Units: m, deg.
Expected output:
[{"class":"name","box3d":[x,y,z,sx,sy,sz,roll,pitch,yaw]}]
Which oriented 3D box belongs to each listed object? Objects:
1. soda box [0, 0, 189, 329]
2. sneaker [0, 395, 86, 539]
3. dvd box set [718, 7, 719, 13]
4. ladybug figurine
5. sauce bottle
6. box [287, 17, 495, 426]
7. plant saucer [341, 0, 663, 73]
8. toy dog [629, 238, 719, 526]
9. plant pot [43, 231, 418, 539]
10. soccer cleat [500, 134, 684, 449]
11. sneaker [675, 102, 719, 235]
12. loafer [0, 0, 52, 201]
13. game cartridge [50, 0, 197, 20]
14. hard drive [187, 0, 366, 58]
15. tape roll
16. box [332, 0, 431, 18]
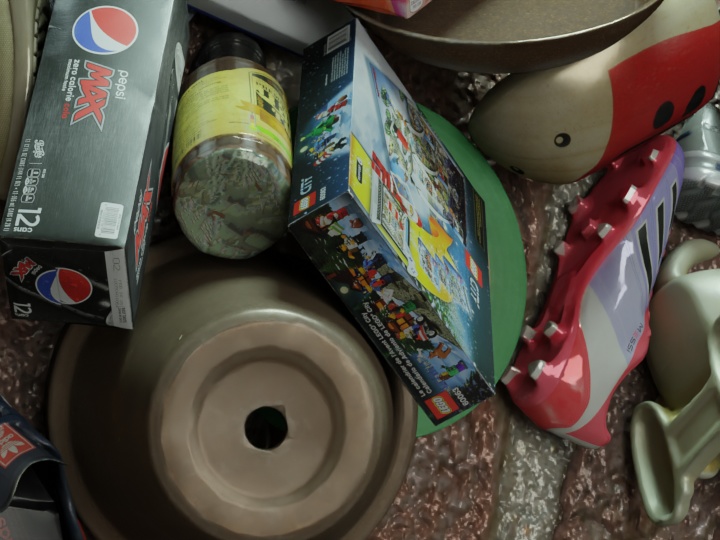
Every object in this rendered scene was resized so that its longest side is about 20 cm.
[{"class":"soda box","box3d":[-0.131,-0.071,1.172,0.063,0.071,0.201,5,53,3]},{"class":"sneaker","box3d":[-0.195,0.083,1.178,0.075,0.084,0.201,-37,99,-30]},{"class":"dvd box set","box3d":[0.306,-0.074,1.474,0.199,0.029,0.147,33,23,-26]},{"class":"ladybug figurine","box3d":[0.150,-0.107,1.385,0.199,0.136,0.072,-29,85,-38]},{"class":"sauce bottle","box3d":[-0.068,-0.075,1.233,0.064,0.200,0.065,-2,118,-3]},{"class":"box","box3d":[0.018,-0.030,1.213,0.137,0.038,0.200,54,18,-24]},{"class":"plant saucer","box3d":[0.083,-0.160,1.323,0.200,0.200,0.037,-27,127,-31]},{"class":"toy dog","box3d":[0.272,0.078,1.439,0.199,0.140,0.195,10,38,-27]},{"class":"plant pot","box3d":[-0.056,0.075,1.174,0.199,0.175,0.202,0,90,-11]},{"class":"soccer cleat","box3d":[0.153,0.011,1.410,0.076,0.067,0.201,39,66,-24]},{"class":"sneaker","box3d":[0.283,-0.049,1.491,0.199,0.075,0.082,26,61,-28]},{"class":"loafer","box3d":[-0.194,-0.135,1.196,0.068,0.076,0.202,-1,87,3]},{"class":"game cartridge","box3d":[-0.176,-0.152,1.268,0.200,0.041,0.134,-36,95,-31]},{"class":"hard drive","box3d":[-0.070,-0.203,1.308,0.199,0.025,0.133,20,66,-44]},{"class":"tape roll","box3d":[0.000,0.000,1.330,0.199,0.048,0.202,7,76,-29]},{"class":"box","box3d":[0.036,-0.233,1.319,0.200,0.095,0.100,-41,137,-44]}]
